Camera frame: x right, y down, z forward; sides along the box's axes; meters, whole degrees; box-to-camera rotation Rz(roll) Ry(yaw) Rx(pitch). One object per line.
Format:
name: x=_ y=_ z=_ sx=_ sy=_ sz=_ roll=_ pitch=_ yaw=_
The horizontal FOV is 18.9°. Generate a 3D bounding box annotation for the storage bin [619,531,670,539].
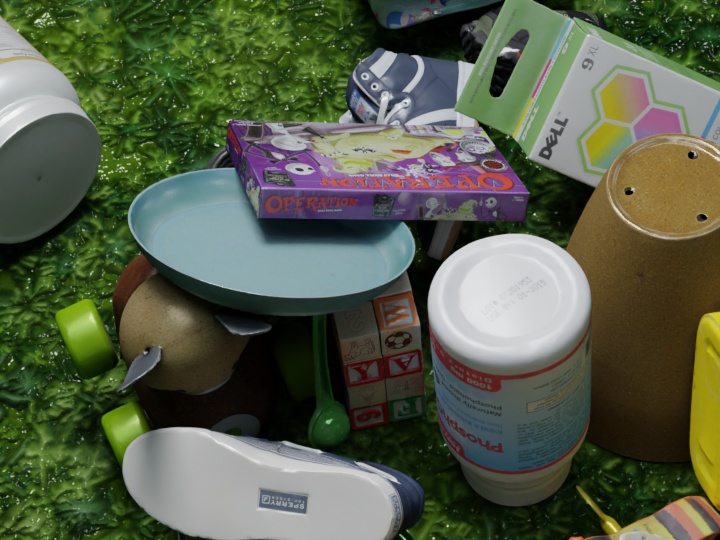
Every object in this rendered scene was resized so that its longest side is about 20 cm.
storage bin: x=0.119 y=0.279 z=1.314 sx=0.199 sy=0.093 sz=0.200 roll=-29 pitch=51 yaw=39

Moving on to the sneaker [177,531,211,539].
sneaker: x=-0.064 y=0.213 z=1.468 sx=0.077 sy=0.086 sz=0.200 roll=-29 pitch=55 yaw=-16

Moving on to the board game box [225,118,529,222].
board game box: x=0.011 y=-0.072 z=1.562 sx=0.198 sy=0.033 sz=0.120 roll=0 pitch=31 yaw=-17

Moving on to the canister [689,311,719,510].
canister: x=0.330 y=0.082 z=1.468 sx=0.198 sy=0.150 sz=0.087 roll=-8 pitch=32 yaw=-11

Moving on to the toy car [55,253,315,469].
toy car: x=-0.113 y=0.059 z=1.495 sx=0.163 sy=0.200 sz=0.159 roll=-25 pitch=93 yaw=-6

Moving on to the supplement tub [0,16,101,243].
supplement tub: x=-0.311 y=-0.127 z=1.711 sx=0.144 sy=0.145 sz=0.200 roll=-36 pitch=58 yaw=-20

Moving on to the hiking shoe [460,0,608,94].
hiking shoe: x=0.175 y=-0.165 z=1.731 sx=0.101 sy=0.076 sz=0.200 roll=-41 pitch=59 yaw=-19

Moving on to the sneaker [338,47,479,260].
sneaker: x=0.034 y=-0.095 z=1.683 sx=0.107 sy=0.070 sz=0.201 roll=14 pitch=47 yaw=-6

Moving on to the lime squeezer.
lime squeezer: x=-0.010 y=0.126 z=1.522 sx=0.037 sy=0.071 sz=0.202 roll=-24 pitch=94 yaw=-20

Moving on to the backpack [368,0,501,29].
backpack: x=0.068 y=-0.301 z=1.788 sx=0.198 sy=0.151 sz=0.178 roll=-20 pitch=37 yaw=-1

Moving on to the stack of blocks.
stack of blocks: x=0.000 y=0.000 z=1.602 sx=0.058 sy=0.116 sz=0.201 roll=-11 pitch=52 yaw=-3

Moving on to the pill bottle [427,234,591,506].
pill bottle: x=0.104 y=0.075 z=1.481 sx=0.108 sy=0.201 sz=0.110 roll=-3 pitch=52 yaw=4

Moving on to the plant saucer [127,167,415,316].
plant saucer: x=-0.062 y=-0.018 z=1.487 sx=0.198 sy=0.028 sz=0.201 roll=7 pitch=27 yaw=-4

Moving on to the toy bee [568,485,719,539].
toy bee: x=0.173 y=0.207 z=1.434 sx=0.130 sy=0.109 sz=0.200 roll=29 pitch=60 yaw=24

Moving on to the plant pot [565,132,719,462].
plant pot: x=0.219 y=0.003 z=1.525 sx=0.184 sy=0.201 sz=0.188 roll=-2 pitch=53 yaw=3

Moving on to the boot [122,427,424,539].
boot: x=-0.058 y=0.151 z=1.472 sx=0.198 sy=0.090 sz=0.073 roll=13 pitch=93 yaw=17

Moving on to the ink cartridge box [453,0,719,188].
ink cartridge box: x=0.183 y=-0.120 z=1.624 sx=0.199 sy=0.104 sz=0.059 roll=22 pitch=15 yaw=-13

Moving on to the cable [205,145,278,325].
cable: x=-0.112 y=-0.015 z=1.686 sx=0.096 sy=0.051 sz=0.201 roll=-19 pitch=39 yaw=13
